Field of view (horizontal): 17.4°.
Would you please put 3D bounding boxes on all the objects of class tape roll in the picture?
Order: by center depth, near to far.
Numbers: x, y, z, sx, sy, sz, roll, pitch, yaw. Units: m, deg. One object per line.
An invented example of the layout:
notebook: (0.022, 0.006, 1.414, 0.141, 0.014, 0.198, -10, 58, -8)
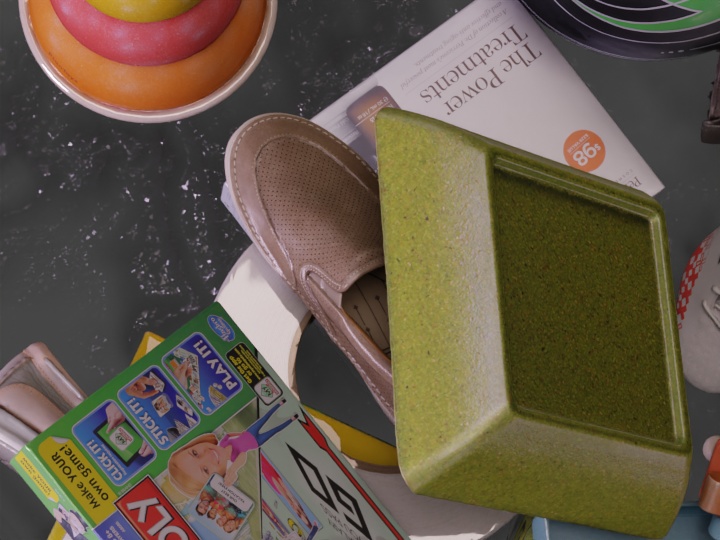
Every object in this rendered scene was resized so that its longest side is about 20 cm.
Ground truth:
tape roll: (0.013, 0.057, 1.242, 0.202, 0.037, 0.203, 2, 76, -6)

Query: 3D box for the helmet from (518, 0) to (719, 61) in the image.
helmet: (0.166, -0.209, 1.282, 0.191, 0.200, 0.200, 39, 78, -21)

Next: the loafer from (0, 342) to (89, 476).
loafer: (-0.108, 0.108, 1.205, 0.200, 0.072, 0.063, 32, 71, 6)

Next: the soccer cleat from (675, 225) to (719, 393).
soccer cleat: (0.222, -0.008, 1.264, 0.069, 0.085, 0.200, 29, 119, 1)

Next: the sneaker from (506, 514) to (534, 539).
sneaker: (0.092, 0.194, 1.258, 0.075, 0.076, 0.200, 16, 78, -2)

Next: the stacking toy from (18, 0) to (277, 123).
stacking toy: (-0.112, -0.168, 1.245, 0.146, 0.200, 0.147, 1, 80, -5)

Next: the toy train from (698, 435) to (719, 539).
toy train: (0.232, 0.075, 1.186, 0.056, 0.150, 0.200, 0, 121, -37)

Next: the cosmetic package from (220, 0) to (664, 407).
cosmetic package: (0.045, -0.043, 1.313, 0.200, 0.052, 0.151, -37, 87, -10)

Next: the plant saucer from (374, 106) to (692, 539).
plant saucer: (0.099, 0.023, 1.185, 0.200, 0.048, 0.200, 15, 62, -41)

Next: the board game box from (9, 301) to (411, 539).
board game box: (-0.059, 0.131, 1.158, 0.135, 0.029, 0.200, -38, 88, -35)

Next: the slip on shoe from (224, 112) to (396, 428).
slip on shoe: (0.000, 0.000, 1.203, 0.076, 0.061, 0.200, -29, 81, -12)

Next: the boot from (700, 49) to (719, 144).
boot: (0.288, -0.134, 1.333, 0.174, 0.069, 0.200, 10, 44, 18)

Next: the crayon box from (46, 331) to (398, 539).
crayon box: (-0.080, 0.161, 1.259, 0.172, 0.058, 0.200, 25, 78, 1)

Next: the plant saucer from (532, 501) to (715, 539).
plant saucer: (0.160, 0.157, 1.243, 0.200, 0.019, 0.070, 5, 77, -44)
